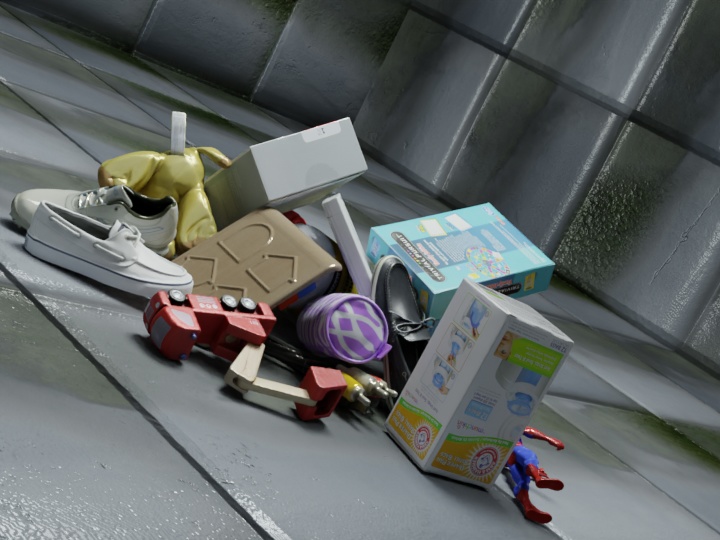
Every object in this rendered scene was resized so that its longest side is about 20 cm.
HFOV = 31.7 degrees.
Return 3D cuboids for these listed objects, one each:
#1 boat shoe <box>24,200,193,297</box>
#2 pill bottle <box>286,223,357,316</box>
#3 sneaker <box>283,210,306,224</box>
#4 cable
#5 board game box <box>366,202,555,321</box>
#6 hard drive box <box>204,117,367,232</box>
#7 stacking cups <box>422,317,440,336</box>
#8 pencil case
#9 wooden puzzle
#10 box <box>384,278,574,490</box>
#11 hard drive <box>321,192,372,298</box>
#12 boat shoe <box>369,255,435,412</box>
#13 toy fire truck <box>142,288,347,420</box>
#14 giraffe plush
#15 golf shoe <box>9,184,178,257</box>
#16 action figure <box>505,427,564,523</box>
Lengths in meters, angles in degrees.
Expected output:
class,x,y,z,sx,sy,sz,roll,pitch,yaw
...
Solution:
class,x,y,z,sx,sy,sz,roll,pitch,yaw
boat shoe,-0.281,-0.024,1.448,0.198,0.066,0.074,18,17,-14
pill bottle,-0.071,0.003,1.690,0.111,0.113,0.200,32,-1,25
sneaker,-0.148,-0.045,1.812,0.078,0.117,0.199,30,9,22
cable,-0.044,0.109,1.506,0.199,0.051,0.097,33,15,25
board game box,0.130,-0.014,1.663,0.198,0.047,0.151,-13,42,-31
hard drive box,-0.106,-0.125,1.713,0.154,0.078,0.199,-20,-1,-28
stacking cups,0.107,0.074,1.618,0.060,0.061,0.200,20,13,-37
pencil case,-0.024,0.073,1.546,0.086,0.084,0.200,49,-9,-6
wooden puzzle,-0.143,0.011,1.522,0.185,0.198,0.047,40,-28,49
box,0.133,0.131,1.444,0.112,0.202,0.101,22,11,-34
hard drive,0.000,0.000,1.632,0.132,0.026,0.202,-96,163,-84
boat shoe,0.058,0.079,1.547,0.074,0.203,0.062,4,-16,-44
toy fire truck,-0.125,0.090,1.358,0.198,0.049,0.142,8,35,-36
giraffe plush,-0.266,-0.088,1.676,0.171,0.202,0.162,20,-19,-9
golf shoe,-0.311,-0.077,1.508,0.197,0.098,0.079,9,49,-22
action figure,0.214,0.236,1.526,0.098,0.066,0.200,15,14,-17
